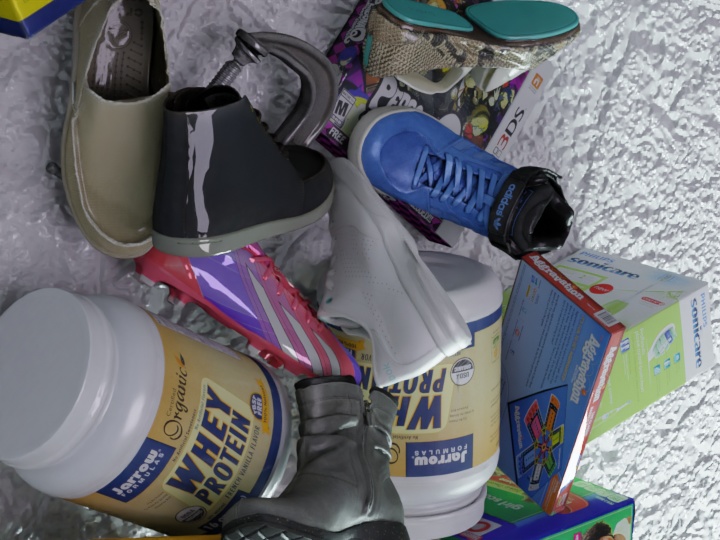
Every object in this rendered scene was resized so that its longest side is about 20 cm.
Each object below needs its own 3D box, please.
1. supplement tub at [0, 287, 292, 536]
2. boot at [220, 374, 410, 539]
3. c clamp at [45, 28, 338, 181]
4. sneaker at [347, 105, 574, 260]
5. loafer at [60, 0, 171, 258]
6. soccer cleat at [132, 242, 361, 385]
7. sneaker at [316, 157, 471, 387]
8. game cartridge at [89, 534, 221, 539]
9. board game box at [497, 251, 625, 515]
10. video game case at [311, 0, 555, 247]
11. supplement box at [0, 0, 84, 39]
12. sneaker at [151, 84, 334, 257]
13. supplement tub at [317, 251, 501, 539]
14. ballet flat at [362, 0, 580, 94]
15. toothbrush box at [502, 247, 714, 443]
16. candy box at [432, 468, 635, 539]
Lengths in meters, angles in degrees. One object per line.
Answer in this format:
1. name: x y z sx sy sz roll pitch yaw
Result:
1. supplement tub: -0.160 0.101 1.401 0.200 0.144 0.145 27 84 -44
2. boot: -0.036 0.136 1.399 0.200 0.068 0.131 15 63 -56
3. c clamp: -0.106 -0.098 1.447 0.200 0.027 0.171 -48 135 -3
4. sneaker: 0.088 -0.066 1.553 0.200 0.111 0.077 27 87 -44
5. loafer: -0.165 -0.106 1.359 0.076 0.068 0.200 -5 97 -15
6. soccer cleat: -0.073 0.020 1.454 0.200 0.067 0.077 32 87 -16
7. sneaker: 0.000 0.000 1.461 0.088 0.200 0.075 -35 139 7
8. game cartridge: -0.156 0.212 1.427 0.200 0.176 0.032 2 75 -44
9. board game box: 0.145 0.092 1.587 0.019 0.103 0.200 -21 140 -35
10. video game case: 0.055 -0.143 1.600 0.200 0.036 0.181 40 76 -42
11. supplement box: -0.233 -0.262 1.243 0.109 0.109 0.200 -39 127 -28
12. sneaker: -0.073 -0.083 1.393 0.200 0.075 0.106 -32 129 -60
13. supplement tub: 0.038 0.097 1.575 0.144 0.144 0.200 -15 113 -39
14. ballet flat: 0.081 -0.173 1.555 0.200 0.068 0.075 -5 128 -37
15. toothbrush box: 0.183 0.066 1.712 0.200 0.146 0.086 -25 118 -35
16. candy box: 0.101 0.224 1.667 0.200 0.169 0.077 -16 112 -39
